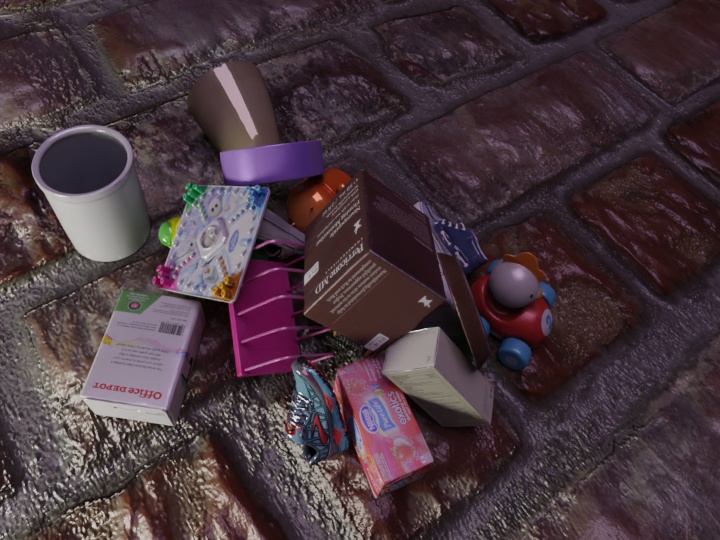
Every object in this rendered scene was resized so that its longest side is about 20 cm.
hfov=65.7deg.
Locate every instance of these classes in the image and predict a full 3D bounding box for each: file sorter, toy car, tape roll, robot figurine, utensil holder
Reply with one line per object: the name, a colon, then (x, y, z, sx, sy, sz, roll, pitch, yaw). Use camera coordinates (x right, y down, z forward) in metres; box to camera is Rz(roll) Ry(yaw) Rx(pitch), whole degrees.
file sorter: (-0.133, 0.064, 0.956, 0.137, 0.124, 0.205, 6, 69, -49)
toy car: (0.299, 0.045, 1.050, 0.174, 0.202, 0.186, 29, 58, 12)
tape roll: (-0.169, -0.208, 1.079, 0.195, 0.200, 0.067, -10, 102, -14)
robot figurine: (-0.076, -0.140, 1.145, 0.141, 0.119, 0.200, 14, 30, 21)
utensil holder: (-0.495, -0.138, 1.055, 0.165, 0.202, 0.173, 3, 55, -5)

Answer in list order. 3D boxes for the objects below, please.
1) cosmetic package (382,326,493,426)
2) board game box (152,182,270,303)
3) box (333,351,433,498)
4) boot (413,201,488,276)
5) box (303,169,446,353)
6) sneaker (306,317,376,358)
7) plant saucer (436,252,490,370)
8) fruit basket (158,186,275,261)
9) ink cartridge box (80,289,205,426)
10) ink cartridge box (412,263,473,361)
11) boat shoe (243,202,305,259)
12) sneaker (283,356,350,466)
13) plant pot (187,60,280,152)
cosmetic package: (0.134, 0.184, 0.929, 0.102, 0.200, 0.074, -13, 45, 35)
board game box: (-0.262, -0.057, 0.962, 0.196, 0.026, 0.205, 7, 75, 33)
box: (0.032, 0.256, 0.934, 0.093, 0.101, 0.203, -16, 61, -18)
boot: (0.189, -0.077, 1.170, 0.089, 0.072, 0.203, -33, 67, 21)
box: (0.017, -0.014, 0.906, 0.162, 0.165, 0.203, 31, 34, -29)
sneaker: (-0.022, 0.105, 1.027, 0.088, 0.072, 0.198, 5, 14, -40)
plant saucer: (0.174, 0.061, 0.925, 0.034, 0.201, 0.204, -20, 59, 7)
fruit basket: (-0.277, -0.061, 1.066, 0.212, 0.155, 0.221, 18, 57, -29)
ink cartridge box: (-0.364, 0.148, 0.957, 0.141, 0.085, 0.204, 9, 56, -2)
ink cartridge box: (0.119, 0.093, 1.060, 0.142, 0.085, 0.204, 2, 56, -11)
boat shoe: (-0.151, -0.055, 1.035, 0.071, 0.200, 0.067, 17, 80, 27)
sneaker: (-0.080, 0.233, 0.883, 0.094, 0.204, 0.079, -27, 29, -21)
plant pot: (-0.258, -0.315, 1.233, 0.184, 0.188, 0.203, -24, 75, -22)
